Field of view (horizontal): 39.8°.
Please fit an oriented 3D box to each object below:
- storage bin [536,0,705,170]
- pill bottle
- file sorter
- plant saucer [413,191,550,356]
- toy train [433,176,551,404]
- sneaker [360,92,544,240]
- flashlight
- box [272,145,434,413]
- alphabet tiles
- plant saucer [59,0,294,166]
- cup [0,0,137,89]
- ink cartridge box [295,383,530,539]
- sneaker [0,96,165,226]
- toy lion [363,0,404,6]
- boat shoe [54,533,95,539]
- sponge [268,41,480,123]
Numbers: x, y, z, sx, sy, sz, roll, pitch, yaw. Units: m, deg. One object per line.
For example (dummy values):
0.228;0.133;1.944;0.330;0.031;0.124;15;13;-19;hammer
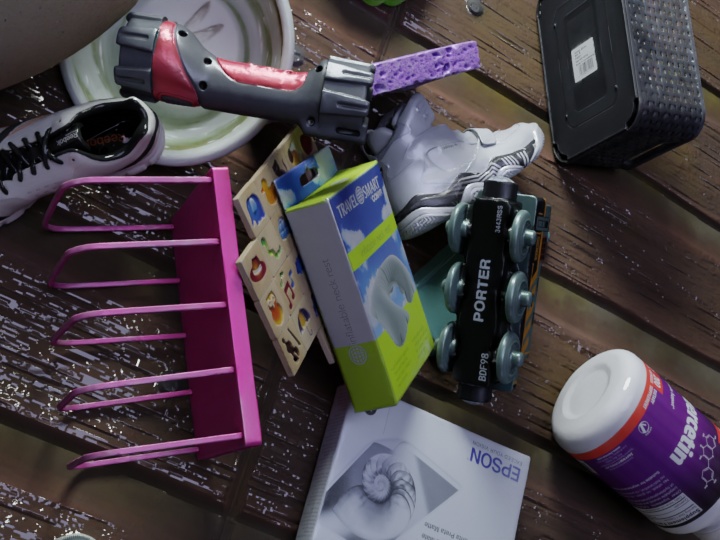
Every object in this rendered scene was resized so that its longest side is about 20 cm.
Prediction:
0.267;-0.220;1.042;0.093;0.135;0.203;3;75;-27;storage bin
0.287;0.175;0.961;0.199;0.112;0.113;39;62;-14;pill bottle
-0.163;0.042;0.744;0.124;0.139;0.203;-3;78;-25;file sorter
0.114;-0.004;0.972;0.200;0.019;0.070;-41;98;-31;plant saucer
0.124;0.018;0.901;0.114;0.084;0.203;-2;98;-63;toy train
0.088;-0.122;0.955;0.199;0.075;0.116;-34;96;-27;sneaker
-0.088;-0.153;0.776;0.197;0.068;0.068;8;39;0;flashlight
0.000;0.000;0.834;0.122;0.047;0.203;-45;120;-62;box
-0.045;-0.011;0.805;0.201;0.007;0.169;-62;135;-57;alphabet tiles
-0.150;-0.188;0.833;0.197;0.050;0.204;0;93;4;plant saucer
-0.244;-0.238;0.730;0.141;0.200;0.203;-15;83;-24;cup
0.044;0.224;0.859;0.198;0.040;0.202;25;66;-20;ink cartridge box
-0.244;-0.089;0.754;0.198;0.080;0.075;-24;91;-14;sneaker
0.007;-0.373;0.994;0.190;0.068;0.202;29;64;-26;toy lion
-0.241;0.270;0.682;0.073;0.062;0.201;44;61;-11;boat shoe
0.002;-0.169;0.901;0.198;0.111;0.030;-19;100;-31;sponge
